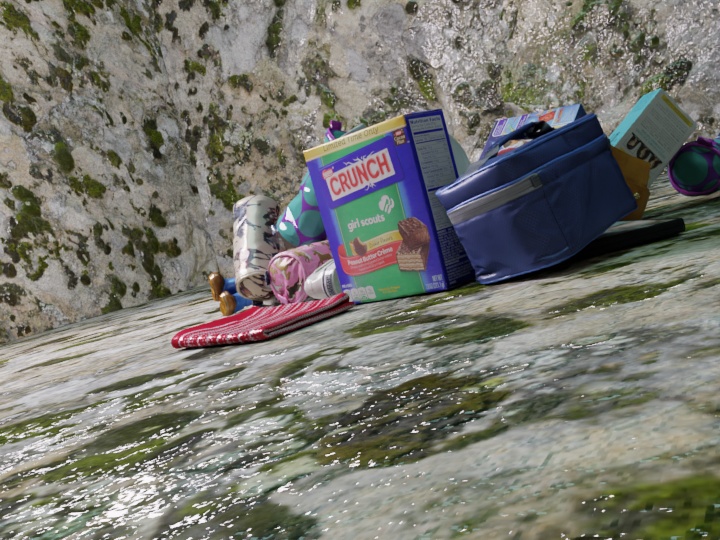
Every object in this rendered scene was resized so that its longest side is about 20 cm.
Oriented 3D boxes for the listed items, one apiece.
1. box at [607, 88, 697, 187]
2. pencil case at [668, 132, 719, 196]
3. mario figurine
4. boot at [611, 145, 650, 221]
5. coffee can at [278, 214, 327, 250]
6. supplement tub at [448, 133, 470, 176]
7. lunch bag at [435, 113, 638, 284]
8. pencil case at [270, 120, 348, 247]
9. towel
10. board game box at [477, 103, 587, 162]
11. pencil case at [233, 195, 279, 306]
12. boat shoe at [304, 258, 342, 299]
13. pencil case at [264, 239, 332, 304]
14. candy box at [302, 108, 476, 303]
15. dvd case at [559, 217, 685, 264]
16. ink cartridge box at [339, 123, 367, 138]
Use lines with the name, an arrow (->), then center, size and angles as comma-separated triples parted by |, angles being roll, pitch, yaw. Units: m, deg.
box -> 0.397, -0.164, 1.098 | 0.200, 0.082, 0.049 | -49, 8, -8
pencil case -> 0.559, -0.172, 1.168 | 0.085, 0.093, 0.200 | 34, 36, 32
mario figurine -> -0.154, -0.001, 1.275 | 0.200, 0.124, 0.106 | -20, -7, -24
boot -> 0.307, -0.087, 1.013 | 0.144, 0.201, 0.071 | 24, -14, 7
coffee can -> -0.111, -0.041, 1.479 | 0.146, 0.147, 0.200 | -14, 3, 5
supplement tub -> 0.071, -0.131, 1.200 | 0.200, 0.123, 0.122 | -35, -10, 37
lunch bag -> 0.189, -0.088, 0.796 | 0.200, 0.133, 0.136 | -30, 6, -38
pencil case -> -0.060, -0.126, 1.173 | 0.085, 0.092, 0.200 | 4, -50, -41
towel -> -0.122, 0.062, 0.902 | 0.144, 0.023, 0.200 | -19, 6, -43
board game box -> 0.213, -0.132, 0.998 | 0.135, 0.034, 0.200 | -2, 50, 43
pencil case -> -0.164, -0.038, 1.225 | 0.078, 0.200, 0.089 | -34, -48, 24
boat shoe -> 0.000, 0.000, 1.044 | 0.066, 0.072, 0.200 | -8, 14, 38
pencil case -> -0.057, -0.003, 1.158 | 0.086, 0.083, 0.200 | -24, -2, 35
candy box -> 0.036, -0.071, 0.888 | 0.169, 0.200, 0.077 | -11, 4, 44
dvd case -> 0.268, -0.036, 0.884 | 0.142, 0.018, 0.200 | -15, 3, -3
ink cartridge box -> 0.034, -0.094, 1.047 | 0.047, 0.160, 0.200 | -34, -14, -7
